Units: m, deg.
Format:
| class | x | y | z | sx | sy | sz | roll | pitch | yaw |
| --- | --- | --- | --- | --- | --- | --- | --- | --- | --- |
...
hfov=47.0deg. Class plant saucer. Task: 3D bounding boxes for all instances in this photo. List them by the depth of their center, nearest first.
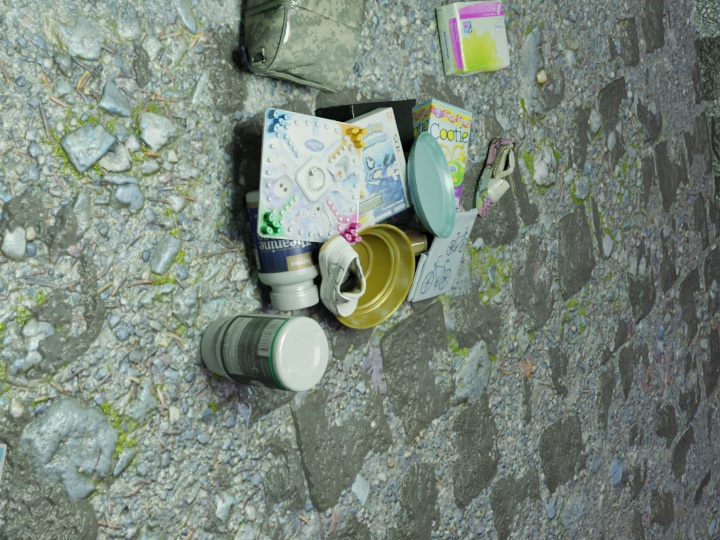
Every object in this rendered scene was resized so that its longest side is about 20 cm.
| class | x | y | z | sx | sy | sz | roll | pitch | yaw |
| --- | --- | --- | --- | --- | --- | --- | --- | --- | --- |
| plant saucer | 0.131 | -0.157 | 1.552 | 0.200 | 0.027 | 0.203 | 33 | 53 | -58 |

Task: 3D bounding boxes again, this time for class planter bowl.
| class | x | y | z | sx | sy | sz | roll | pitch | yaw |
| --- | --- | --- | --- | --- | --- | --- | --- | --- | --- |
| planter bowl | 0.000 | 0.000 | 1.543 | 0.198 | 0.083 | 0.204 | -15 | 117 | -33 |

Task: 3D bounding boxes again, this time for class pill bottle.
| class | x | y | z | sx | sy | sz | roll | pitch | yaw |
| --- | --- | --- | --- | --- | --- | --- | --- | --- | --- |
| pill bottle | -0.155 | 0.125 | 1.303 | 0.112 | 0.198 | 0.115 | -1 | 91 | -47 |
| pill bottle | -0.125 | -0.040 | 1.400 | 0.110 | 0.110 | 0.203 | -19 | 104 | -46 |

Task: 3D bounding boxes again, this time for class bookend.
| class | x | y | z | sx | sy | sz | roll | pitch | yaw |
| --- | --- | --- | --- | --- | --- | --- | --- | --- | --- |
| bookend | 0.024 | -0.218 | 1.579 | 0.199 | 0.091 | 0.202 | -18 | 106 | -48 |

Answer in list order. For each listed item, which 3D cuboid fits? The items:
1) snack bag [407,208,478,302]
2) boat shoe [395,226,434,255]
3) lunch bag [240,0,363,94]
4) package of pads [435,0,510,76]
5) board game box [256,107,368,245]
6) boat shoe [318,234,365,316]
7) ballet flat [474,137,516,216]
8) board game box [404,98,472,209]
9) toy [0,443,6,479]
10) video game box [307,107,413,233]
| class | x | y | z | sx | sy | sz | roll | pitch | yaw |
| --- | --- | --- | --- | --- | --- | --- | --- | --- | --- |
| snack bag | 0.172 | -0.035 | 1.719 | 0.188 | 0.021 | 0.203 | -11 | 123 | -59 |
| boat shoe | 0.104 | -0.058 | 1.681 | 0.199 | 0.075 | 0.073 | -20 | 105 | -46 |
| lunch bag | -0.100 | -0.399 | 1.403 | 0.198 | 0.138 | 0.171 | 6 | 86 | -47 |
| package of pads | 0.256 | -0.517 | 1.851 | 0.199 | 0.068 | 0.157 | -23 | 107 | -45 |
| board game box | -0.073 | -0.149 | 1.349 | 0.198 | 0.026 | 0.204 | 4 | 90 | -39 |
| boat shoe | -0.025 | 0.026 | 1.400 | 0.071 | 0.069 | 0.201 | -43 | 152 | -20 |
| ballet flat | 0.318 | -0.221 | 1.923 | 0.069 | 0.070 | 0.203 | 36 | 65 | -43 |
| board game box | 0.147 | -0.229 | 1.690 | 0.102 | 0.104 | 0.203 | 14 | 80 | -27 |
| toy | -0.504 | 0.319 | 1.029 | 0.114 | 0.047 | 0.203 | 17 | 78 | -48 |
| video game box | -0.003 | -0.169 | 1.451 | 0.199 | 0.046 | 0.185 | -29 | 109 | -34 |
